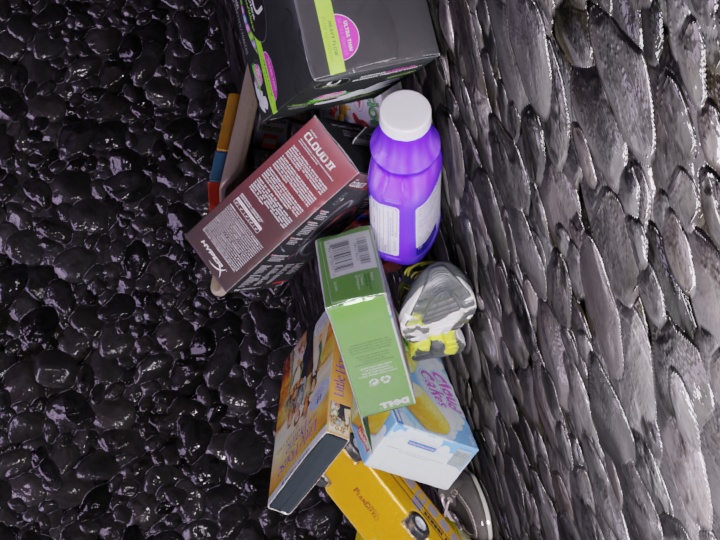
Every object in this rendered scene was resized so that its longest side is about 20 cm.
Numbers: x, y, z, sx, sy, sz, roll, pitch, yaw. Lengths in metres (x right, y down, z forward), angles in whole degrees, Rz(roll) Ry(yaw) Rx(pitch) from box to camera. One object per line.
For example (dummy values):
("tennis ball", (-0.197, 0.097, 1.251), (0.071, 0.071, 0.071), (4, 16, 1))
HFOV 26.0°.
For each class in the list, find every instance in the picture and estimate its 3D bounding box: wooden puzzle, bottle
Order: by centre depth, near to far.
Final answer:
("bottle", (0.042, -0.088, 1.455), (0.201, 0.065, 0.084), (87, -159, -59))
("wooden puzzle", (-0.139, -0.102, 1.686), (0.201, 0.037, 0.186), (102, 177, -50))

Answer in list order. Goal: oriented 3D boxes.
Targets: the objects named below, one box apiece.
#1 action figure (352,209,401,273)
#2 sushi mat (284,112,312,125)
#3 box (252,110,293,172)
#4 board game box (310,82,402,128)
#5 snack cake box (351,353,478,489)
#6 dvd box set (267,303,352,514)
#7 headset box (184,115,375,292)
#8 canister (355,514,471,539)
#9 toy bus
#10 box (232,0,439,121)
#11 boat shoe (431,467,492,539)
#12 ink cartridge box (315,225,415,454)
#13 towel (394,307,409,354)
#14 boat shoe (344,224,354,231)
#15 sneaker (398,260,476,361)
("action figure", (0.020, -0.039, 1.798), (0.200, 0.051, 0.066), (-128, 17, -78))
("sushi mat", (-0.067, -0.256, 1.664), (0.096, 0.012, 0.202), (-9, -85, -72))
("box", (-0.097, -0.154, 1.765), (0.200, 0.034, 0.111), (108, 171, -75))
("board game box", (-0.006, -0.182, 1.620), (0.126, 0.034, 0.202), (13, 122, 49))
("snack cake box", (0.041, 0.134, 1.700), (0.067, 0.114, 0.201), (-54, 34, 25))
("dvd box set", (-0.049, 0.135, 1.638), (0.147, 0.029, 0.201), (-54, 22, 42))
("headset box", (-0.055, -0.070, 1.539), (0.075, 0.200, 0.148), (52, -164, 10))
("canister", (0.078, 0.364, 1.770), (0.200, 0.147, 0.087), (-112, 28, -61))
("toy bus", (0.025, 0.249, 1.684), (0.201, 0.065, 0.078), (52, -156, -2))
("box", (-0.030, -0.234, 1.432), (0.200, 0.123, 0.150), (165, 91, -72))
("boat shoe", (0.097, 0.240, 1.735), (0.200, 0.056, 0.067), (-116, 14, -60))
("ink cartridge box", (0.011, 0.068, 1.504), (0.104, 0.059, 0.201), (-101, -4, -51))
("towel", (0.000, 0.000, 1.674), (0.201, 0.031, 0.149), (53, -177, 17))
("boat shoe", (-0.023, -0.130, 1.932), (0.070, 0.073, 0.201), (-75, -10, -47))
("sneaker", (0.063, 0.025, 1.518), (0.200, 0.074, 0.085), (94, 161, -69))
